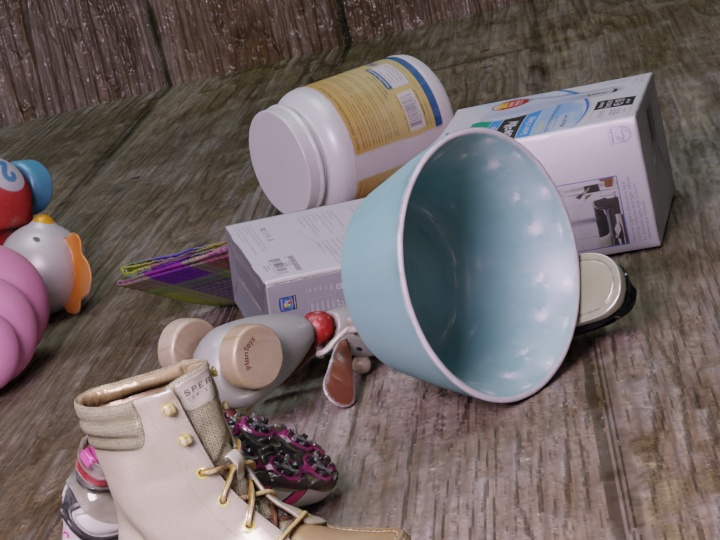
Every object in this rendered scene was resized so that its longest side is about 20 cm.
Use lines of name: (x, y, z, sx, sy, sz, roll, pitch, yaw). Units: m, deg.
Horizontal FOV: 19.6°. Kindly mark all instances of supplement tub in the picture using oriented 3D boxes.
supplement tub: (-0.009, -0.148, 2.333, 0.199, 0.146, 0.144, -21, 15, -29)

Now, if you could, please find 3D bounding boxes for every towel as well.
towel: (-0.113, 0.000, 1.929, 0.143, 0.023, 0.199, 14, -20, -41)

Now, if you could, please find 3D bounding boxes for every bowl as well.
bowl: (0.062, 0.002, 1.545, 0.105, 0.202, 0.200, -11, 12, 44)

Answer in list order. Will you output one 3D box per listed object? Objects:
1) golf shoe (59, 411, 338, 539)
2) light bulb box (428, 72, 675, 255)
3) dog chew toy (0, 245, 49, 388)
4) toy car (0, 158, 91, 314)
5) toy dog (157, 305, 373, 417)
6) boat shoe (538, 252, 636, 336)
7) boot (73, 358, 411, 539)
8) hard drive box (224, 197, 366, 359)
golf shoe: (-0.108, 0.146, 1.376, 0.199, 0.092, 0.073, 2, 33, -35)
light bulb box: (0.178, -0.088, 1.935, 0.199, 0.126, 0.198, -10, 14, 15)
dog chew toy: (-0.352, 0.053, 1.940, 0.124, 0.125, 0.200, -15, 21, -2)
toy car: (-0.350, -0.025, 2.178, 0.199, 0.178, 0.184, 10, 12, 32)
toy dog: (-0.057, 0.081, 1.620, 0.199, 0.097, 0.132, -3, 6, -21)
boat shoe: (0.125, 0.030, 1.642, 0.198, 0.075, 0.066, -18, -18, 28)
boot: (-0.070, 0.128, 1.234, 0.199, 0.156, 0.072, -8, 15, 27)
hard drive box: (0.000, 0.000, 1.772, 0.199, 0.077, 0.156, -12, 22, -12)
